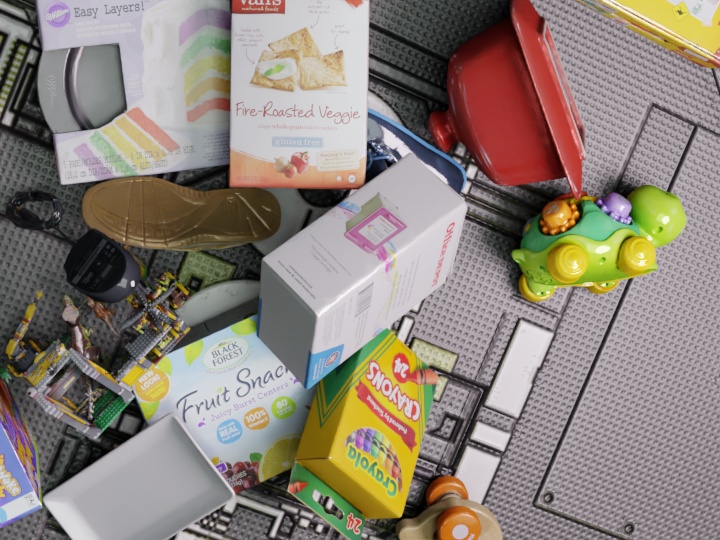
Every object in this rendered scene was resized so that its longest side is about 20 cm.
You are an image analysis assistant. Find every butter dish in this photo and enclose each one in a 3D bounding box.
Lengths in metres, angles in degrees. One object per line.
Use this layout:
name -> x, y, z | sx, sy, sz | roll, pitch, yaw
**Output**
butter dish -> 0.139, -0.164, 1.477 | 0.147, 0.200, 0.202 | -19, 103, 14

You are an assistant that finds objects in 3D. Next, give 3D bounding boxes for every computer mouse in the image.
computer mouse -> -0.275, -0.024, 1.397 | 0.059, 0.199, 0.034 | -52, 143, -4

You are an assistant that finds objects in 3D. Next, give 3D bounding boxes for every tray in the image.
tray -> -0.224, 0.226, 1.477 | 0.199, 0.022, 0.108 | -33, 99, 26

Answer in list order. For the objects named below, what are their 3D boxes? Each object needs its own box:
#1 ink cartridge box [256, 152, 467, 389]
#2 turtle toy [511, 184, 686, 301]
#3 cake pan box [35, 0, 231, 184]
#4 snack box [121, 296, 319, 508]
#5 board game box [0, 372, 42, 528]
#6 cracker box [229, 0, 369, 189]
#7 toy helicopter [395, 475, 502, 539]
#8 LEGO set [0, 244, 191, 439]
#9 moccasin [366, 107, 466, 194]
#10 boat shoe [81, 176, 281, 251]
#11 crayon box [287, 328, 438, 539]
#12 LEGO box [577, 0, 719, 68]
ink cartridge box -> 0.000, 0.000, 1.415 | 0.199, 0.145, 0.085 | -35, 67, -25
turtle toy -> 0.253, -0.034, 1.541 | 0.198, 0.146, 0.102 | -7, 80, -13
cake pan box -> -0.219, -0.187, 1.438 | 0.198, 0.052, 0.186 | -7, 99, -13
snack box -> -0.123, 0.131, 1.506 | 0.198, 0.068, 0.170 | -23, 104, -10
board game box -> -0.353, 0.146, 1.385 | 0.044, 0.200, 0.136 | -24, 105, -9
cracker box -> -0.059, -0.181, 1.411 | 0.132, 0.058, 0.202 | 1, 96, 0
toy helicopter -> 0.068, 0.330, 1.594 | 0.199, 0.079, 0.133 | -34, 114, 5
LEGO set -> -0.267, 0.057, 1.406 | 0.200, 0.116, 0.154 | -40, 61, 1
moccasin -> 0.020, -0.113, 1.486 | 0.199, 0.080, 0.069 | 24, 71, -15
boat shoe -> -0.182, -0.050, 1.460 | 0.198, 0.069, 0.075 | 4, 78, -17
crayon box -> 0.006, 0.162, 1.478 | 0.127, 0.050, 0.201 | 43, 51, -37
LEGO box -> 0.324, -0.322, 1.529 | 0.199, 0.077, 0.150 | 24, 93, -16
